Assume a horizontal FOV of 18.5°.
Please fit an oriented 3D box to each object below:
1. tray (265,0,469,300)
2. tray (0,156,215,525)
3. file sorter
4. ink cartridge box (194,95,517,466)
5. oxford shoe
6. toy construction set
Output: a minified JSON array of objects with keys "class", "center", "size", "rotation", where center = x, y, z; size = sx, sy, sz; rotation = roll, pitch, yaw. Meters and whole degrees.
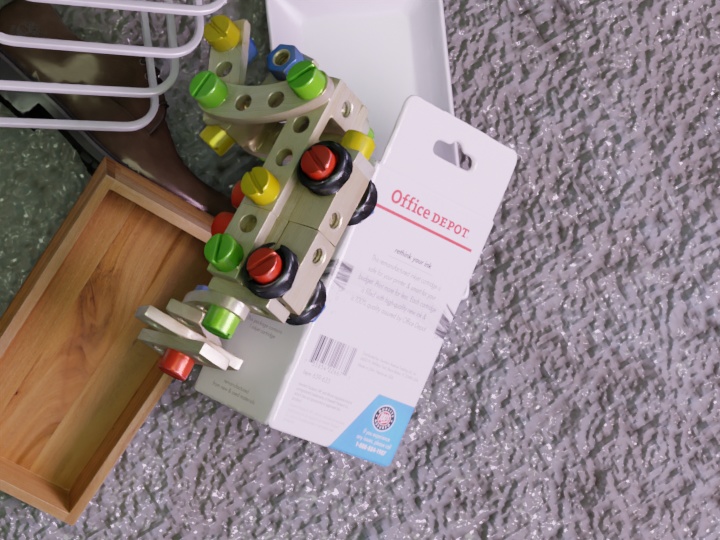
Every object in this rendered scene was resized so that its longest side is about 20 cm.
[{"class":"tray","center":[0.004,-0.076,1.340],"size":[0.107,0.022,0.200],"rotation":[-6,91,-7]},{"class":"tray","center":[-0.157,0.042,1.278],"size":[0.099,0.037,0.200],"rotation":[30,105,-18]},{"class":"file sorter","center":[-0.148,-0.171,1.186],"size":[0.139,0.200,0.125],"rotation":[1,66,-23]},{"class":"ink cartridge box","center":[0.000,0.000,1.268],"size":[0.116,0.067,0.200],"rotation":[25,88,-48]},{"class":"oxford shoe","center":[-0.136,-0.090,1.302],"size":[0.200,0.073,0.084],"rotation":[42,82,-6]},{"class":"toy construction set","center":[-0.060,-0.033,1.189],"size":[0.131,0.092,0.200],"rotation":[17,87,35]}]
